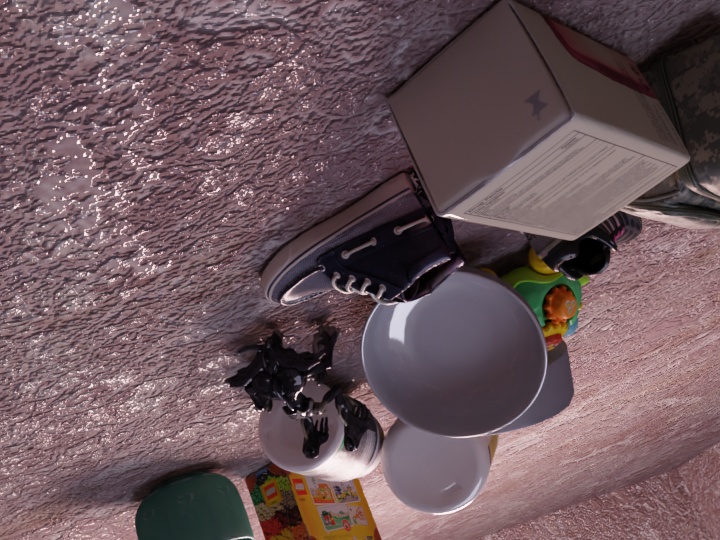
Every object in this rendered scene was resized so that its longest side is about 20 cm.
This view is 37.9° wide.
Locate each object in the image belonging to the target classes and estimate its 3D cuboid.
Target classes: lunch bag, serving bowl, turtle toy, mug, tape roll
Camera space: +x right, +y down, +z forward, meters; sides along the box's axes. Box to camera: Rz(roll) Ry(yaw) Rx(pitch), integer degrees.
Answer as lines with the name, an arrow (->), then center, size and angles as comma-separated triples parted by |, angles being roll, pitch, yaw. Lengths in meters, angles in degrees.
lunch bag -> 0.302, -0.107, 0.945 | 0.168, 0.140, 0.200 | -20, 164, 38
serving bowl -> 0.103, 0.080, 1.139 | 0.200, 0.200, 0.066 | -32, -167, 21
turtle toy -> 0.176, 0.056, 1.216 | 0.200, 0.101, 0.146 | -25, 158, 5
mug -> -0.245, 0.358, 1.472 | 0.152, 0.114, 0.185 | -2, 150, -43
tape roll -> 0.161, 0.138, 1.302 | 0.200, 0.066, 0.200 | -10, -169, 2

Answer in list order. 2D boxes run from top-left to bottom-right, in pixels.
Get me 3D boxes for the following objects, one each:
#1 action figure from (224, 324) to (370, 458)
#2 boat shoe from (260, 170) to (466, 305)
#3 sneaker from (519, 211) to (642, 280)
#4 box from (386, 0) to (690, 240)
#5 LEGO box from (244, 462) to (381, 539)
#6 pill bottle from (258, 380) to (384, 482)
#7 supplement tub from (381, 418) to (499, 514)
action figure -> -0.069, 0.118, 1.131 | 0.119, 0.102, 0.200 | -20, 133, 13
boat shoe -> 0.000, 0.000, 0.932 | 0.200, 0.093, 0.075 | -35, 155, 26
sneaker -> 0.239, -0.032, 1.099 | 0.200, 0.088, 0.074 | 2, 147, -47
box -> 0.140, -0.107, 0.807 | 0.128, 0.109, 0.200 | -37, 154, 31
LEGO box -> -0.070, 0.376, 1.636 | 0.077, 0.149, 0.200 | -33, 155, 24
pill bottle -> -0.042, 0.209, 1.336 | 0.113, 0.113, 0.200 | -27, 158, 9
supplement tub -> 0.115, 0.236, 1.443 | 0.145, 0.145, 0.200 | -29, -179, 15
